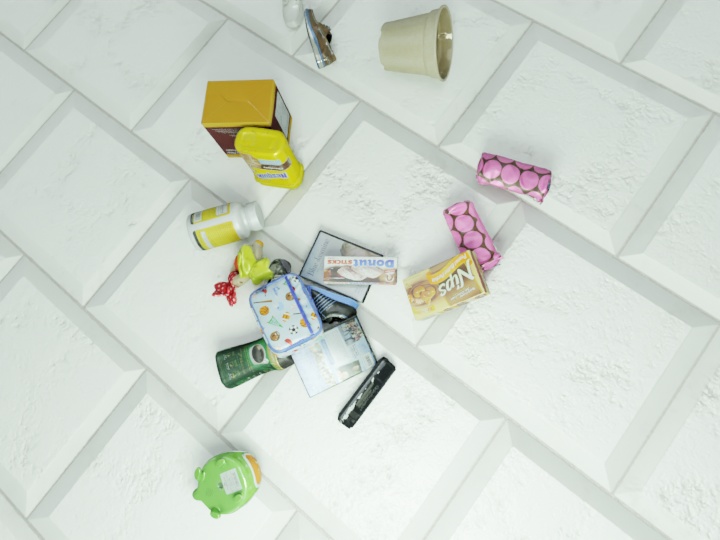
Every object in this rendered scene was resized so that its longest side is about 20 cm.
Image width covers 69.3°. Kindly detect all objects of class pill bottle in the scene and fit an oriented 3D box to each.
[{"bbox_3d":[-0.379,-0.132,1.480,0.198,0.111,0.112,-15,73,5],"label":"pill bottle"}]

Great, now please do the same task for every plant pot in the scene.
[{"bbox_3d":[0.157,-0.654,1.514,0.182,0.200,0.202,8,76,22],"label":"plant pot"}]

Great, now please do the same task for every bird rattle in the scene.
[{"bbox_3d":[-0.319,0.003,1.438,0.112,0.200,0.164,29,43,-23],"label":"bird rattle"}]

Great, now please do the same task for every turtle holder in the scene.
[{"bbox_3d":[-0.323,0.526,1.280,0.141,0.132,0.186,37,103,19],"label":"turtle holder"}]

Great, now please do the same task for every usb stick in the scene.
[{"bbox_3d":[0.017,0.313,1.337,0.055,0.033,0.201,40,83,-19],"label":"usb stick"}]

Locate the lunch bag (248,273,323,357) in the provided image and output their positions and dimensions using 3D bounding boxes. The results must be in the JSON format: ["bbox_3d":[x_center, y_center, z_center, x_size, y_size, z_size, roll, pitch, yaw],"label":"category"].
[{"bbox_3d":[-0.186,0.108,1.330,0.159,0.076,0.201,-25,68,-7],"label":"lunch bag"}]

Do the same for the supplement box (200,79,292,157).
[{"bbox_3d":[-0.321,-0.432,1.506,0.195,0.200,0.134,2,75,9],"label":"supplement box"}]

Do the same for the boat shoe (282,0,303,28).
[{"bbox_3d":[-0.225,-0.883,1.682,0.070,0.069,0.202,-5,75,5],"label":"boat shoe"}]

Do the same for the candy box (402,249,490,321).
[{"bbox_3d":[0.217,0.042,1.337,0.199,0.055,0.116,-25,73,24],"label":"candy box"}]

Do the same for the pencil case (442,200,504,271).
[{"bbox_3d":[0.297,-0.093,1.383,0.093,0.090,0.201,-36,71,35],"label":"pencil case"}]

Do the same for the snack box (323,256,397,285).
[{"bbox_3d":[0.000,0.000,1.397,0.198,0.024,0.073,1,76,8],"label":"snack box"}]

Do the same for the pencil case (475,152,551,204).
[{"bbox_3d":[0.409,-0.248,1.402,0.198,0.091,0.094,19,90,15],"label":"pencil case"}]

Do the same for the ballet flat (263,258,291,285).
[{"bbox_3d":[-0.249,0.059,1.430,0.071,0.072,0.202,13,77,12],"label":"ballet flat"}]

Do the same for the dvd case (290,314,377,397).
[{"bbox_3d":[-0.071,0.221,1.351,0.199,0.018,0.144,-25,91,-6],"label":"dvd case"}]

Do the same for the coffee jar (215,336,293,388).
[{"bbox_3d":[-0.274,0.232,1.378,0.198,0.085,0.105,-20,73,2],"label":"coffee jar"}]

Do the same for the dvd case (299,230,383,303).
[{"bbox_3d":[-0.054,-0.013,1.439,0.199,0.018,0.144,22,80,14],"label":"dvd case"}]

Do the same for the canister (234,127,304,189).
[{"bbox_3d":[-0.253,-0.313,1.463,0.147,0.200,0.087,10,76,11],"label":"canister"}]

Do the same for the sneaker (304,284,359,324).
[{"bbox_3d":[-0.106,0.095,1.399,0.198,0.070,0.078,16,72,12],"label":"sneaker"}]

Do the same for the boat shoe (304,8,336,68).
[{"bbox_3d":[-0.124,-0.729,1.631,0.072,0.072,0.202,-16,83,-1],"label":"boat shoe"}]
